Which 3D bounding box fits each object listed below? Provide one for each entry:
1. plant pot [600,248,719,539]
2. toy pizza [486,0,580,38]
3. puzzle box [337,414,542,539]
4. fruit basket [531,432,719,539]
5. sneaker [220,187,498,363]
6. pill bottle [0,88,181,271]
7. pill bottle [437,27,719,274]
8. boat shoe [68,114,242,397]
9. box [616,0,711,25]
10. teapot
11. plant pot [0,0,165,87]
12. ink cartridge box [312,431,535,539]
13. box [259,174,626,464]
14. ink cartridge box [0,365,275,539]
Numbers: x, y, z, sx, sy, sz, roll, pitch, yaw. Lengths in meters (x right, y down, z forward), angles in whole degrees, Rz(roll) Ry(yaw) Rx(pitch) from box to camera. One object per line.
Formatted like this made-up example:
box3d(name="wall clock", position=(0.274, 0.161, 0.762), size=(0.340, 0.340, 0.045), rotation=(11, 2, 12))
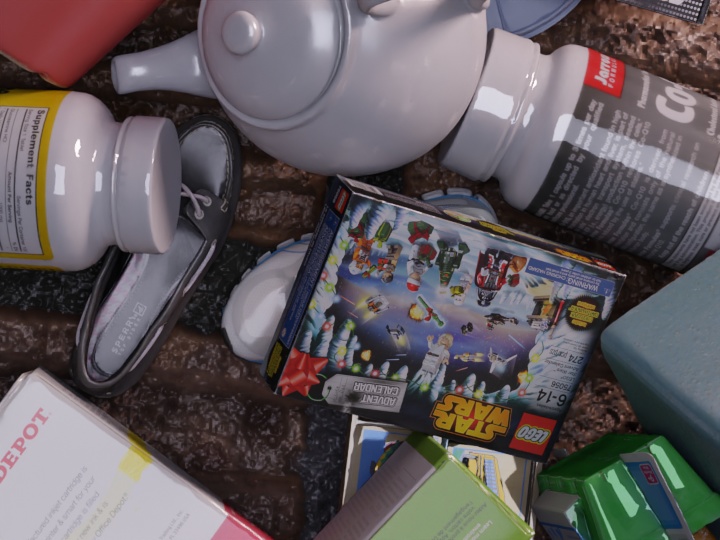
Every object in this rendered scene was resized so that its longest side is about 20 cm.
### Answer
box3d(name="plant pot", position=(0.302, 0.097, 1.276), size=(0.196, 0.200, 0.196), rotation=(-34, 128, -4))
box3d(name="toy pizza", position=(0.072, -0.246, 1.376), size=(0.199, 0.032, 0.201), rotation=(0, 90, -7))
box3d(name="puzzle box", position=(0.052, 0.160, 1.378), size=(0.133, 0.025, 0.201), rotation=(6, 89, -6))
box3d(name="fruit basket", position=(0.188, 0.204, 1.311), size=(0.094, 0.185, 0.201), rotation=(-22, 92, -12))
box3d(name="sneaker", position=(0.000, 0.000, 1.344), size=(0.200, 0.087, 0.075), rotation=(-27, 94, -3))
box3d(name="pill bottle", position=(-0.217, -0.057, 1.292), size=(0.199, 0.112, 0.113), rotation=(3, 90, 7))
box3d(name="pill bottle", position=(0.160, -0.078, 1.343), size=(0.199, 0.114, 0.114), rotation=(21, 88, -5))
box3d(name="boat shoe", position=(-0.130, -0.008, 1.346), size=(0.067, 0.057, 0.200), rotation=(26, 88, -5))
box3d(name="box", position=(0.154, -0.276, 1.322), size=(0.199, 0.048, 0.194), rotation=(15, 103, -11))
box3d(name="teapot", position=(-0.026, -0.148, 1.273), size=(0.197, 0.146, 0.200), rotation=(40, 116, 26))
box3d(name="plant pot", position=(-0.186, -0.224, 1.283), size=(0.200, 0.200, 0.178), rotation=(37, 95, -4))
box3d(name="ink cartridge box", position=(0.003, 0.201, 1.288), size=(0.076, 0.148, 0.200), rotation=(43, 87, -5))
box3d(name="box", position=(0.052, 0.033, 1.301), size=(0.199, 0.040, 0.137), rotation=(15, 105, -23))
box3d(name="ink cartridge box", position=(-0.173, 0.175, 1.329), size=(0.200, 0.083, 0.145), rotation=(37, 88, -5))
